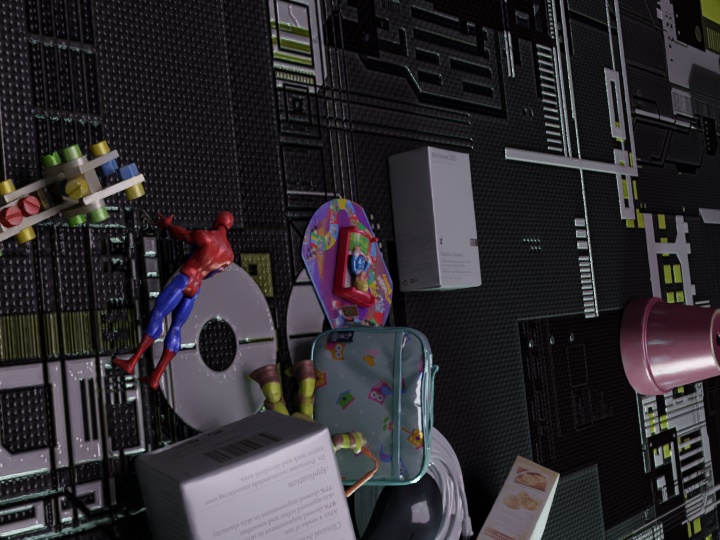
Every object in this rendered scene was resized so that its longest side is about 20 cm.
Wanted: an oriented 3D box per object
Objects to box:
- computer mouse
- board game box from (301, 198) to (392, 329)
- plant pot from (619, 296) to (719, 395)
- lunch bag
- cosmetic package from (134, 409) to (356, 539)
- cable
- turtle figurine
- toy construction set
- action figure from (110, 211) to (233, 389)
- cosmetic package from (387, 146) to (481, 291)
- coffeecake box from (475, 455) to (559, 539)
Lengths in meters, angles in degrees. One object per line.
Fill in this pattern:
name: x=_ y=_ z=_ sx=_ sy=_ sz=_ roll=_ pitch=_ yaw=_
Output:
computer mouse: x=0.049 y=0.350 z=1.304 sx=0.137 sy=0.053 sz=0.202 roll=25 pitch=86 yaw=-17
board game box: x=0.000 y=0.000 z=1.405 sx=0.158 sy=0.039 sz=0.202 roll=-42 pitch=117 yaw=-48
plant pot: x=0.647 y=0.150 z=2.117 sx=0.199 sy=0.177 sz=0.203 roll=12 pitch=75 yaw=-51
lunch bag: x=0.017 y=0.162 z=1.291 sx=0.077 sy=0.158 sz=0.203 roll=23 pitch=67 yaw=-75
cosmetic package: x=-0.112 y=0.271 z=1.065 sx=0.165 sy=0.166 sz=0.203 roll=-16 pitch=96 yaw=-27
cable: x=0.070 y=0.309 z=1.418 sx=0.199 sy=0.069 sz=0.203 roll=4 pitch=80 yaw=-51
turtle figurine: x=-0.083 y=0.191 z=1.210 sx=0.197 sy=0.065 sz=0.163 roll=-11 pitch=71 yaw=-16
toy construction set: x=-0.305 y=-0.062 z=0.942 sx=0.199 sy=0.130 sz=0.094 roll=-14 pitch=94 yaw=-53
action figure: x=-0.206 y=0.017 z=1.124 sx=0.065 sy=0.098 sz=0.202 roll=42 pitch=74 yaw=-43
cosmetic package: x=0.109 y=-0.073 z=1.530 sx=0.112 sy=0.080 sz=0.203 roll=-2 pitch=86 yaw=-51
coffeecake box: x=0.217 y=0.403 z=1.535 sx=0.200 sy=0.072 sz=0.155 roll=-52 pitch=155 yaw=-44
